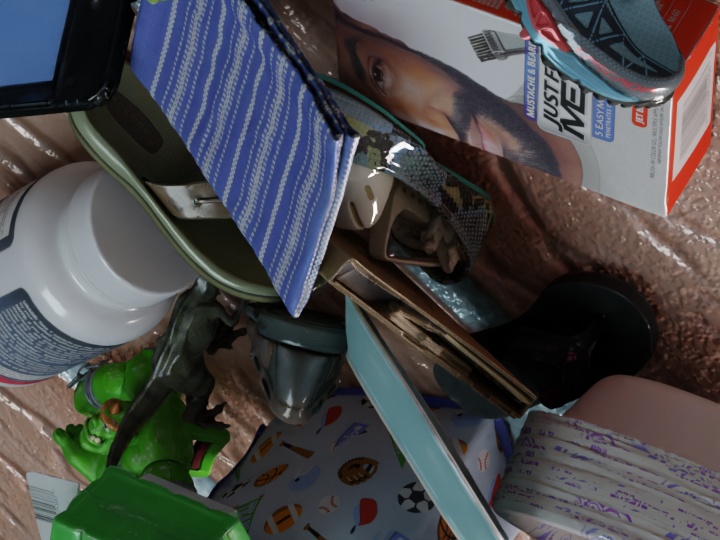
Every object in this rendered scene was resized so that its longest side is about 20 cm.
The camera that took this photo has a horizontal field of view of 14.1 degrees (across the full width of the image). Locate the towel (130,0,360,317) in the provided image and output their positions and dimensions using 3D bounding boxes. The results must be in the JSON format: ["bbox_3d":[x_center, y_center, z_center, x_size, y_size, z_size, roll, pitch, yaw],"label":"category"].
[{"bbox_3d":[-0.069,-0.092,1.569,0.200,0.024,0.145,57,148,30],"label":"towel"}]

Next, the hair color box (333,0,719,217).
[{"bbox_3d":[0.086,-0.115,1.546,0.199,0.064,0.111,22,146,20],"label":"hair color box"}]

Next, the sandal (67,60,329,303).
[{"bbox_3d":[-0.094,-0.055,1.762,0.201,0.080,0.057,41,141,-9],"label":"sandal"}]

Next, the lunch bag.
[{"bbox_3d":[-0.014,0.167,1.889,0.199,0.170,0.124,7,133,33],"label":"lunch bag"}]

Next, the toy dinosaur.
[{"bbox_3d":[-0.110,0.062,1.882,0.047,0.201,0.088,32,-172,27],"label":"toy dinosaur"}]

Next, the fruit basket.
[{"bbox_3d":[-0.119,0.222,1.835,0.184,0.094,0.201,19,141,30],"label":"fruit basket"}]

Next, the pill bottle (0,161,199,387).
[{"bbox_3d":[-0.184,-0.003,1.866,0.120,0.120,0.200,45,145,-16],"label":"pill bottle"}]

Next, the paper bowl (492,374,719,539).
[{"bbox_3d":[0.185,0.131,1.692,0.200,0.105,0.201,23,173,3],"label":"paper bowl"}]

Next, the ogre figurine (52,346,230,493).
[{"bbox_3d":[-0.155,0.130,1.979,0.098,0.201,0.120,33,128,-15],"label":"ogre figurine"}]

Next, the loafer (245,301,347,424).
[{"bbox_3d":[-0.042,0.055,1.780,0.071,0.063,0.200,12,-179,0],"label":"loafer"}]

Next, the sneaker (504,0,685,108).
[{"bbox_3d":[0.108,-0.173,1.413,0.095,0.079,0.201,-29,95,36],"label":"sneaker"}]

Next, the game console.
[{"bbox_3d":[-0.228,-0.187,1.685,0.199,0.177,0.116,-2,161,42],"label":"game console"}]

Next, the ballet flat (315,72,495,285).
[{"bbox_3d":[0.013,-0.044,1.624,0.074,0.075,0.200,4,162,37],"label":"ballet flat"}]

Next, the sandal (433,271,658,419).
[{"bbox_3d":[0.110,0.058,1.754,0.075,0.048,0.200,41,146,-11],"label":"sandal"}]

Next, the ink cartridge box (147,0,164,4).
[{"bbox_3d":[-0.102,-0.261,1.471,0.148,0.075,0.201,47,142,29],"label":"ink cartridge box"}]

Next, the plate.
[{"bbox_3d":[0.037,0.099,1.674,0.201,0.025,0.200,57,180,0],"label":"plate"}]

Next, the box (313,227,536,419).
[{"bbox_3d":[0.000,0.000,1.670,0.163,0.021,0.200,37,-176,-35],"label":"box"}]
